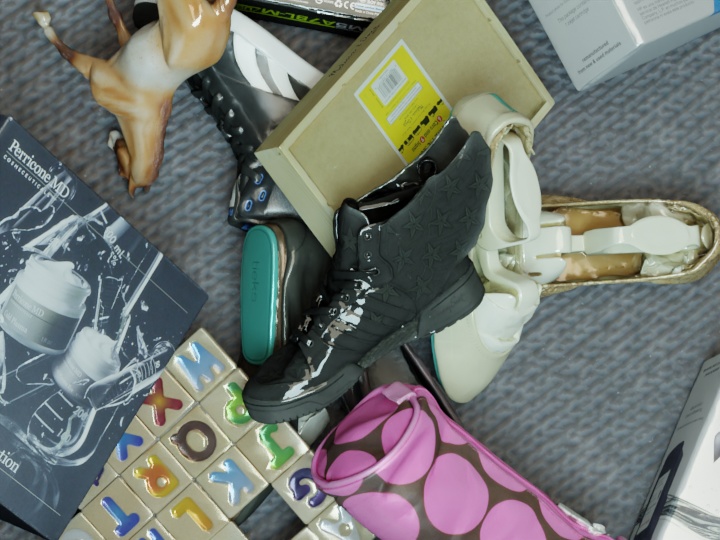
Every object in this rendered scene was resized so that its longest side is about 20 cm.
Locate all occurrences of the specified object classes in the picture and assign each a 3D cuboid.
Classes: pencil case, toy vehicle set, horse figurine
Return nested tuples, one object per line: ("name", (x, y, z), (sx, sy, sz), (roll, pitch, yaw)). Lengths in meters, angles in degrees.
("pencil case", (0.069, 0.149, 1.665), (0.200, 0.091, 0.094), (39, 96, -23))
("toy vehicle set", (0.031, -0.091, 1.734), (0.124, 0.026, 0.200), (54, 55, -20))
("horse figurine", (-0.127, -0.151, 1.700), (0.050, 0.200, 0.133), (-12, 66, -48))

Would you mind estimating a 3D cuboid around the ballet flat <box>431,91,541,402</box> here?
("ballet flat", (0.083, -0.009, 1.710), (0.069, 0.069, 0.201), (-3, 105, -10))

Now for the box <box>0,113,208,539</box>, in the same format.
("box", (-0.222, 0.028, 1.630), (0.200, 0.104, 0.183), (43, 71, -41))

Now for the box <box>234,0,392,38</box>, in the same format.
("box", (-0.043, -0.259, 1.795), (0.199, 0.048, 0.194), (9, 76, -8))

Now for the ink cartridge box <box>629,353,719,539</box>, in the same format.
("ink cartridge box", (0.255, 0.171, 1.747), (0.144, 0.084, 0.201), (26, 76, -4))

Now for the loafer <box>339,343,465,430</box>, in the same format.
("loafer", (0.035, 0.111, 1.731), (0.072, 0.063, 0.201), (-27, 85, -13))

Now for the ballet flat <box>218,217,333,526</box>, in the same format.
("ballet flat", (-0.049, 0.068, 1.716), (0.068, 0.068, 0.201), (9, 96, -35))

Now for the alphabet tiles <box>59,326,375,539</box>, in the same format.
("alphabet tiles", (-0.114, 0.162, 1.686), (0.200, 0.008, 0.167), (-42, 90, 7))

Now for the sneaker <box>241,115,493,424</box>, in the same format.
("sneaker", (0.001, 0.001, 1.648), (0.199, 0.060, 0.105), (-30, 117, -13))

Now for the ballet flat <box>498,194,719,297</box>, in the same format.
("ballet flat", (0.143, -0.020, 1.773), (0.199, 0.065, 0.071), (-7, 83, -11))

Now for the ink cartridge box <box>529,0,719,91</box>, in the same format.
("ink cartridge box", (0.165, -0.240, 1.788), (0.146, 0.086, 0.201), (-25, 83, -33))

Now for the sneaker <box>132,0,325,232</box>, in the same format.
("sneaker", (-0.076, -0.090, 1.743), (0.199, 0.073, 0.112), (31, 75, -4))
